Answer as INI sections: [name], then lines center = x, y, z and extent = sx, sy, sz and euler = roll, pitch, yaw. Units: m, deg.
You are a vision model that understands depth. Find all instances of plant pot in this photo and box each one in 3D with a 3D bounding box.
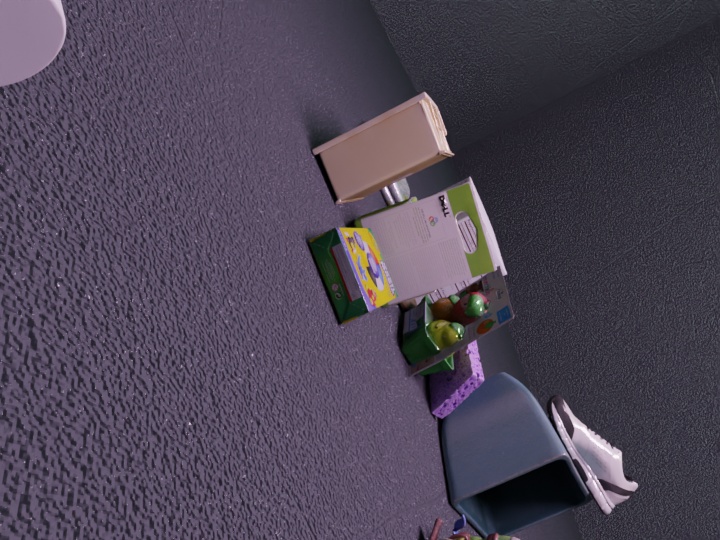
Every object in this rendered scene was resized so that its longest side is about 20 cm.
[plant pot]
center = 0.247, 0.301, 0.950
extent = 0.197, 0.192, 0.203
euler = 52, 17, -40

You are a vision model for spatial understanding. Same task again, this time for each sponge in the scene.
[sponge]
center = 0.164, 0.155, 1.000
extent = 0.029, 0.112, 0.202
euler = 29, 30, -17

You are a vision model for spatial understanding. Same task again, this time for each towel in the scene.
[towel]
center = 0.060, -0.248, 1.295
extent = 0.204, 0.047, 0.172
euler = 63, 17, -16

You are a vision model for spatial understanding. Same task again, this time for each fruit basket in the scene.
[fruit basket]
center = 0.159, 0.078, 0.935
extent = 0.094, 0.199, 0.186
euler = 45, 23, -14

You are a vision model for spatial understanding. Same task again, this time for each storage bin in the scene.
[storage bin]
center = 0.049, -0.200, 0.938
extent = 0.096, 0.196, 0.198
euler = 66, 17, -4

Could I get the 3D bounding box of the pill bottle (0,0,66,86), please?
[pill bottle]
center = -0.215, -0.202, 0.265
extent = 0.205, 0.113, 0.115
euler = 70, 17, 10

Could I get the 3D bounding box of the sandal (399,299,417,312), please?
[sandal]
center = 0.067, -0.017, 1.008
extent = 0.204, 0.053, 0.081
euler = 63, 17, -15

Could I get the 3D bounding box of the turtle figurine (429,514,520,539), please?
[turtle figurine]
center = 0.135, 0.360, 0.596
extent = 0.193, 0.141, 0.204
euler = 36, 31, -53

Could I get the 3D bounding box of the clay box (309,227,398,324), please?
[clay box]
center = 0.000, 0.000, 0.791
extent = 0.118, 0.047, 0.199
euler = 68, 17, 2

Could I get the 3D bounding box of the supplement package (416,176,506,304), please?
[supplement package]
center = 0.170, -0.056, 1.133
extent = 0.149, 0.196, 0.193
euler = 59, 18, -22

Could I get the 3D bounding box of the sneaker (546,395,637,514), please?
[sneaker]
center = 0.383, 0.295, 0.925
extent = 0.203, 0.079, 0.074
euler = 60, 10, 5

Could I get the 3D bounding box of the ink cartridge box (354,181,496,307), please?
[ink cartridge box]
center = 0.107, -0.045, 0.900
extent = 0.076, 0.195, 0.152
euler = -47, 119, -71
